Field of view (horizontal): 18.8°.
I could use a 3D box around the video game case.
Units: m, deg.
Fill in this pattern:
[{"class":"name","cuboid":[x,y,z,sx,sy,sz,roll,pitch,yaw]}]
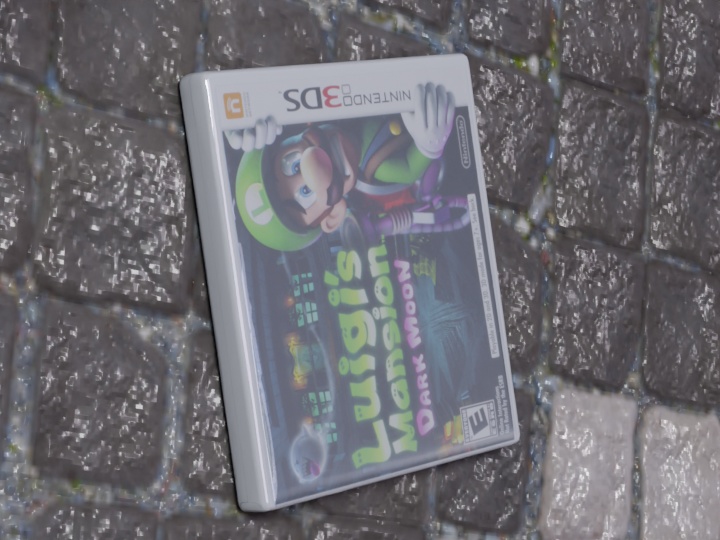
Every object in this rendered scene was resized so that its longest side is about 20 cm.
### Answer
[{"class":"video game case","cuboid":[0.000,0.000,1.038,0.182,0.023,0.201,-10,93,-45]}]
